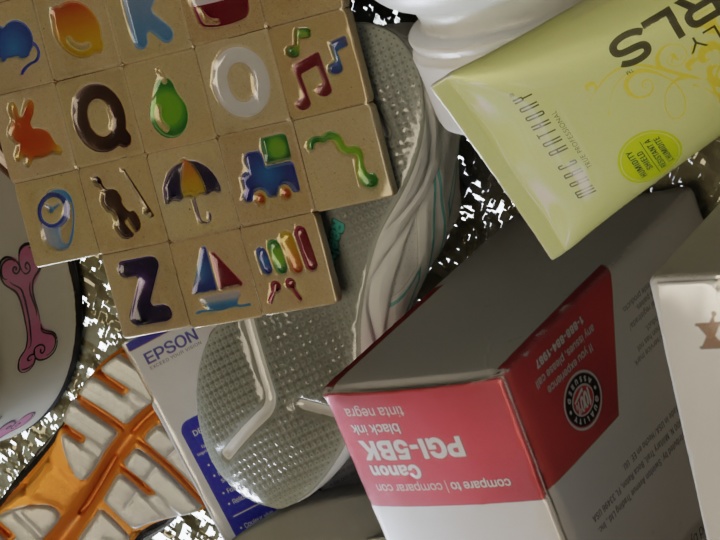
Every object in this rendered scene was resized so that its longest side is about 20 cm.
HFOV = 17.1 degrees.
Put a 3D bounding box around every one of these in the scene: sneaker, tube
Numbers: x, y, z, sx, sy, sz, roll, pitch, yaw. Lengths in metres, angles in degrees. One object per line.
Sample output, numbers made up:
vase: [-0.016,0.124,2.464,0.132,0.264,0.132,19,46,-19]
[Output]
sneaker: [-0.095,0.075,1.023,0.200,0.077,0.078,-40,97,23]
tube: [0.124,-0.083,0.735,0.200,0.052,0.058,-32,79,7]
sneaker: [0.000,0.000,0.888,0.070,0.080,0.200,31,116,22]

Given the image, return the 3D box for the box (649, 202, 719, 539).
box: [0.196,0.009,0.703,0.152,0.200,0.106,-4,110,30]

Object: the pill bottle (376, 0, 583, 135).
pill bottle: [0.038,-0.153,0.772,0.114,0.114,0.200,-7,113,35]

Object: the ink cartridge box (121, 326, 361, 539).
ink cartridge box: [-0.010,0.088,0.961,0.099,0.039,0.200,-26,105,-3]

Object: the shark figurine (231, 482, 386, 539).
shark figurine: [0.001,0.116,0.906,0.214,0.090,0.128,-10,101,-10]

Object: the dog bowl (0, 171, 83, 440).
dog bowl: [-0.225,0.006,1.059,0.200,0.074,0.200,16,125,24]

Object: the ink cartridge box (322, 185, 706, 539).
ink cartridge box: [0.088,0.092,0.864,0.083,0.147,0.200,-8,112,39]

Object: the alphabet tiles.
alphabet tiles: [-0.072,-0.078,0.863,0.166,0.006,0.200,-11,97,34]

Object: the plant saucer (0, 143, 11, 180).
plant saucer: [-0.097,-0.083,0.934,0.200,0.034,0.200,18,133,20]
